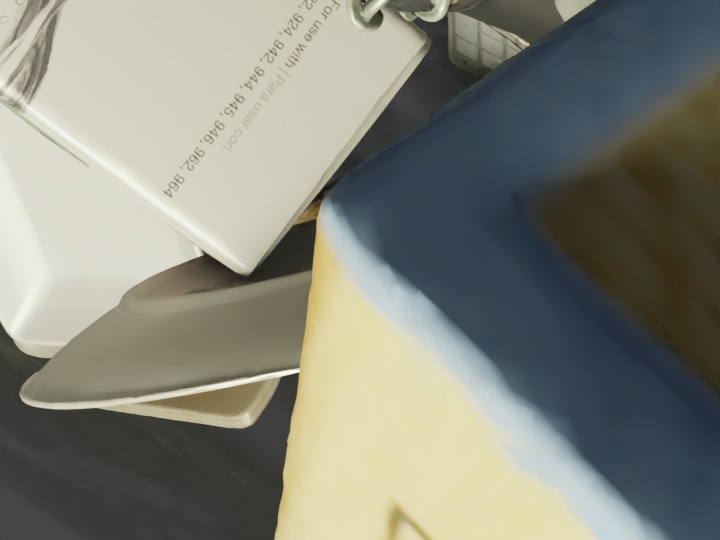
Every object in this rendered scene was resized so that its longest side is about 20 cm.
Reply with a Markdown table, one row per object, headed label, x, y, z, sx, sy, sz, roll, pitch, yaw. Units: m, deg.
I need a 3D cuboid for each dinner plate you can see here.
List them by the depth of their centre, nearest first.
| label | x | y | z | sx | sy | sz | roll | pitch | yaw |
| --- | --- | --- | --- | --- | --- | --- | --- | --- | --- |
| dinner plate | 0.000 | 0.000 | 0.774 | 0.200 | 0.200 | 0.024 | -3 | 105 | 64 |

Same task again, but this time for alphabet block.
| label | x | y | z | sx | sy | sz | roll | pitch | yaw |
| --- | --- | --- | --- | --- | --- | --- | --- | --- | --- |
| alphabet block | 0.113 | 0.054 | 0.536 | 0.196 | 0.195 | 0.200 | 46 | 154 | 21 |

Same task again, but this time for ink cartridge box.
| label | x | y | z | sx | sy | sz | roll | pitch | yaw |
| --- | --- | --- | --- | --- | --- | --- | --- | --- | --- |
| ink cartridge box | -0.091 | -0.092 | 0.773 | 0.200 | 0.084 | 0.145 | 37 | 179 | -10 |

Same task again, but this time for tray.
| label | x | y | z | sx | sy | sz | roll | pitch | yaw |
| --- | --- | --- | --- | --- | --- | --- | --- | --- | --- |
| tray | -0.108 | -0.062 | 0.921 | 0.107 | 0.022 | 0.200 | 1 | 123 | 36 |

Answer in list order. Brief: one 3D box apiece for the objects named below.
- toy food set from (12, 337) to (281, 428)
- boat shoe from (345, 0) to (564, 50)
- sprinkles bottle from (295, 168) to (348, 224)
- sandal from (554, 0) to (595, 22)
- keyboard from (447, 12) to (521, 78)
| label | x | y | z | sx | sy | sz | roll | pitch | yaw |
| --- | --- | --- | --- | --- | --- | --- | --- | --- | --- |
| toy food set | -0.118 | -0.032 | 1.016 | 0.200 | 0.060 | 0.143 | 58 | 156 | -18 |
| boat shoe | 0.005 | -0.087 | 0.693 | 0.200 | 0.063 | 0.073 | 37 | 163 | -7 |
| sprinkles bottle | 0.042 | 0.020 | 0.909 | 0.200 | 0.068 | 0.068 | 21 | 158 | 38 |
| sandal | 0.062 | -0.090 | 0.581 | 0.050 | 0.083 | 0.203 | -11 | 140 | 27 |
| keyboard | 0.108 | -0.028 | 0.750 | 0.200 | 0.011 | 0.056 | 29 | 162 | 17 |
